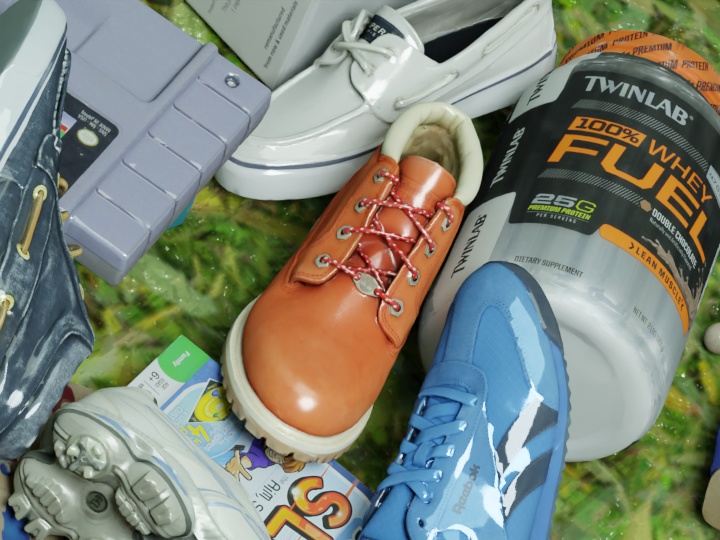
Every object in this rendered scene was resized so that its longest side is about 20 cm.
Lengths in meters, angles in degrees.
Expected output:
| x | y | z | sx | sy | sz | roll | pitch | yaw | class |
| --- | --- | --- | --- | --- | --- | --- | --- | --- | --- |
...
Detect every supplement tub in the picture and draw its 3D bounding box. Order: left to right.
| x | y | z | sx | sy | sz | roll | pitch | yaw | class |
| --- | --- | --- | --- | --- | --- | --- | --- | --- | --- |
| 0.111 | -0.017 | 1.404 | 0.122 | 0.123 | 0.201 | 27 | 49 | -3 | supplement tub |

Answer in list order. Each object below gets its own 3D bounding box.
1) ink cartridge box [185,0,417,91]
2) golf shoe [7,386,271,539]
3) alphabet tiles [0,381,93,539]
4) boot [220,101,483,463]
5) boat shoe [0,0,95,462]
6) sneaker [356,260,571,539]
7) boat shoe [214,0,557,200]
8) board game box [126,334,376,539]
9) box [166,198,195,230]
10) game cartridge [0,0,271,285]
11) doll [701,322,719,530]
| x | y | z | sx | sy | sz | roll | pitch | yaw | class |
| --- | --- | --- | --- | --- | --- | --- | --- | --- | --- |
| -0.050 | -0.211 | 1.504 | 0.146 | 0.084 | 0.200 | -31 | 71 | -37 | ink cartridge box |
| -0.051 | 0.126 | 1.210 | 0.200 | 0.078 | 0.097 | 51 | 26 | -4 | golf shoe |
| -0.141 | 0.119 | 1.176 | 0.167 | 0.008 | 0.201 | 24 | 45 | -38 | alphabet tiles |
| 0.000 | 0.000 | 1.332 | 0.075 | 0.107 | 0.200 | 31 | 39 | -5 | boot |
| -0.147 | -0.018 | 1.213 | 0.091 | 0.071 | 0.201 | 40 | 50 | -27 | boat shoe |
| 0.040 | 0.094 | 1.270 | 0.078 | 0.066 | 0.202 | 8 | 87 | -35 | sneaker |
| 0.014 | -0.098 | 1.436 | 0.199 | 0.066 | 0.072 | -21 | 42 | -21 | boat shoe |
| -0.089 | 0.133 | 1.260 | 0.135 | 0.035 | 0.200 | 38 | 50 | 7 | board game box |
| -0.147 | -0.111 | 1.387 | 0.049 | 0.082 | 0.200 | -25 | 68 | -35 | box |
| -0.153 | -0.092 | 1.301 | 0.199 | 0.038 | 0.130 | 35 | 49 | 5 | game cartridge |
| 0.232 | 0.061 | 1.448 | 0.136 | 0.049 | 0.200 | 23 | 42 | 5 | doll |
